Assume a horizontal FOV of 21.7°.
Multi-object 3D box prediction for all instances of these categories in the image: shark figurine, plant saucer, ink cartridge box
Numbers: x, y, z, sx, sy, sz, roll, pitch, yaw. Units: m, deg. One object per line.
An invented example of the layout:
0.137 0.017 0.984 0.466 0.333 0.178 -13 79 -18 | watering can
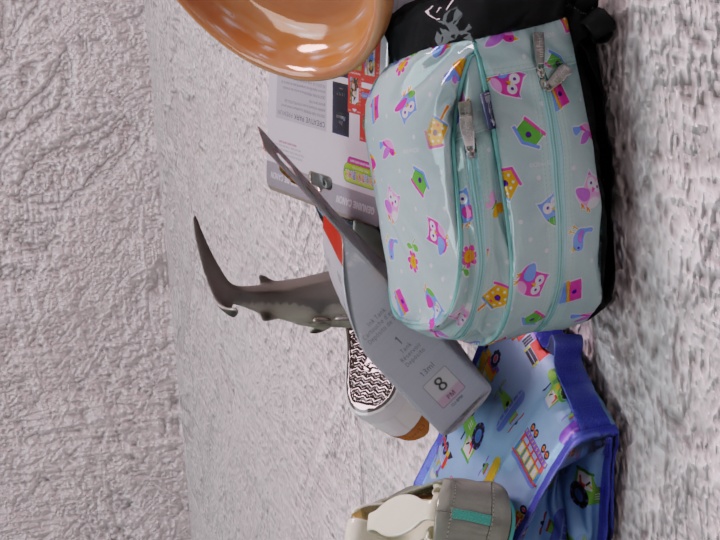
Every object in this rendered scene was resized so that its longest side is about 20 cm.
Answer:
-0.020 0.001 1.359 0.128 0.212 0.090 132 140 -75 | shark figurine
-0.056 -0.202 1.085 0.199 0.037 0.201 29 144 24 | plant saucer
-0.008 0.004 1.183 0.200 0.057 0.163 43 -177 -10 | ink cartridge box
0.010 -0.130 1.298 0.200 0.083 0.177 -155 67 -62 | ink cartridge box

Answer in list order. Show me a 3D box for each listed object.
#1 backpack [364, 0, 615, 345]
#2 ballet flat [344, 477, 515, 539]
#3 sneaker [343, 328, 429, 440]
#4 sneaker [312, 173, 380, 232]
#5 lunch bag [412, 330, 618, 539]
0.073 -0.060 1.074 0.167 0.125 0.202 178 84 -76 | backpack
0.025 0.160 1.164 0.200 0.063 0.068 149 129 -61 | ballet flat
0.028 0.043 1.486 0.085 0.072 0.201 42 -137 -45 | sneaker
0.027 -0.054 1.408 0.200 0.073 0.083 -6 100 66 | sneaker
0.101 0.121 1.172 0.151 0.093 0.201 -110 27 -55 | lunch bag
